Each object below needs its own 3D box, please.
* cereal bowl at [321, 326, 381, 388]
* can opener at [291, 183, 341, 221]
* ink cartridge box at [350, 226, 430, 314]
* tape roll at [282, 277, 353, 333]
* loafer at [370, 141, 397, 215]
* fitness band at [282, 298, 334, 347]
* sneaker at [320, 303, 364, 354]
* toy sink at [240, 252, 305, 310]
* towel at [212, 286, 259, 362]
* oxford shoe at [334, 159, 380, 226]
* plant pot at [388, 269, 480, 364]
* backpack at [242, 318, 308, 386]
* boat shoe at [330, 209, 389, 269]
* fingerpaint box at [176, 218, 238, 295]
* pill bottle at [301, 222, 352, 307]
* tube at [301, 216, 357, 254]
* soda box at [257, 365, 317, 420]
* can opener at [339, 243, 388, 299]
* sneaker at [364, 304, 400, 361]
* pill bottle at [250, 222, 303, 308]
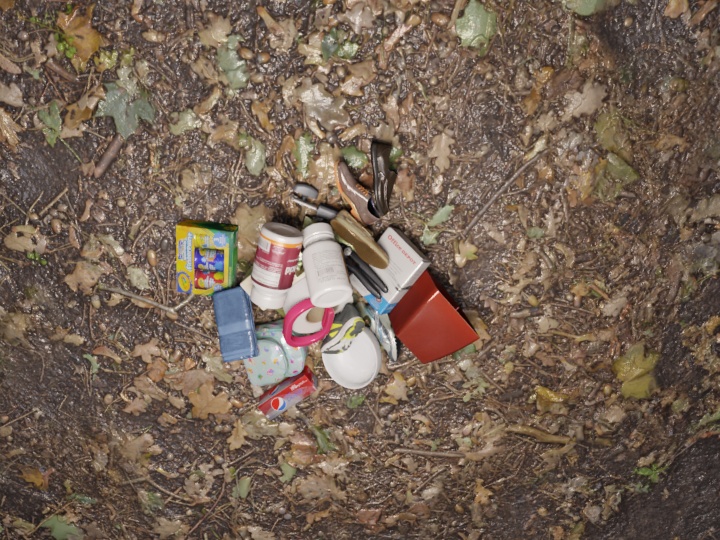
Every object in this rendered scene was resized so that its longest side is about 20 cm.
[{"bbox_3d":[-0.017,0.251,1.590,0.196,0.083,0.205,6,102,29],"label":"cereal bowl"},{"bbox_3d":[-0.100,-0.184,1.467,0.196,0.054,0.068,20,108,-8],"label":"can opener"},{"bbox_3d":[0.083,0.001,1.486,0.146,0.084,0.201,46,107,19],"label":"ink cartridge box"},{"bbox_3d":[-0.122,0.094,1.499,0.199,0.072,0.204,-22,148,-14],"label":"tape roll"},{"bbox_3d":[0.069,-0.250,1.430,0.069,0.073,0.205,-6,111,2],"label":"loafer"},{"bbox_3d":[-0.147,0.146,1.456,0.141,0.038,0.202,-12,145,-22],"label":"fitness band"},{"bbox_3d":[-0.055,0.174,1.523,0.073,0.086,0.200,13,136,-36],"label":"sneaker"},{"bbox_3d":[-0.231,-0.008,1.493,0.199,0.131,0.112,-37,105,14],"label":"toy sink"},{"bbox_3d":[-0.357,0.154,1.487,0.109,0.049,0.205,-11,87,8],"label":"towel"},{"bbox_3d":[-0.007,-0.218,1.435,0.072,0.072,0.202,-12,120,33],"label":"oxford shoe"},{"bbox_3d":[0.192,0.140,1.491,0.176,0.200,0.200,-41,108,9],"label":"plant pot"},{"bbox_3d":[-0.259,0.246,1.576,0.195,0.154,0.180,-15,104,2],"label":"backpack"},{"bbox_3d":[0.009,-0.088,1.429,0.200,0.065,0.071,43,146,-4],"label":"boat shoe"},{"bbox_3d":[-0.444,-0.034,1.514,0.163,0.074,0.205,7,110,-3],"label":"fingerpaint box"},{"bbox_3d":[-0.095,-0.017,1.377,0.112,0.204,0.115,-13,155,-6],"label":"pill bottle"},{"bbox_3d":[-0.076,-0.091,1.507,0.196,0.052,0.059,19,75,-2],"label":"tube"},{"bbox_3d":[-0.232,0.392,1.673,0.198,0.064,0.070,-34,107,11],"label":"soda box"},{"bbox_3d":[0.000,0.000,1.454,0.199,0.079,0.064,39,75,17],"label":"can opener"},{"bbox_3d":[0.068,0.186,1.599,0.084,0.078,0.204,-12,103,18],"label":"sneaker"},{"bbox_3d":[-0.223,-0.012,1.363,0.112,0.115,0.204,15,109,-5],"label":"pill bottle"}]
